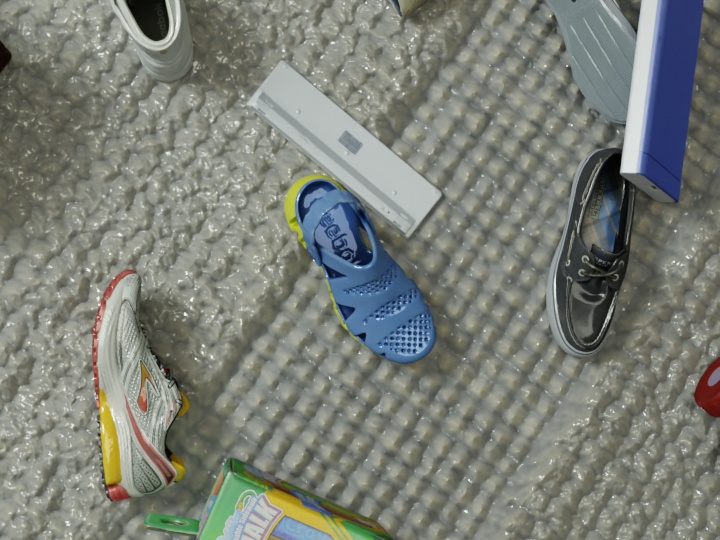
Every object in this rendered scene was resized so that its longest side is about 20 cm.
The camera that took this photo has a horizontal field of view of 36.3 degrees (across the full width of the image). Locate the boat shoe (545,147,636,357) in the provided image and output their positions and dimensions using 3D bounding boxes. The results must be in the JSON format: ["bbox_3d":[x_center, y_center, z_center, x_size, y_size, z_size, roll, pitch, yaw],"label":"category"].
[{"bbox_3d":[0.225,-0.019,1.033,0.069,0.066,0.202,14,85,-6],"label":"boat shoe"}]

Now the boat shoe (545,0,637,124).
[{"bbox_3d":[0.225,-0.238,1.047,0.072,0.062,0.201,-20,106,35],"label":"boat shoe"}]

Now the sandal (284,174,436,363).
[{"bbox_3d":[0.000,0.000,0.997,0.079,0.087,0.201,-38,93,-9],"label":"sandal"}]

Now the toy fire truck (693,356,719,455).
[{"bbox_3d":[0.408,0.099,0.997,0.112,0.168,0.201,37,83,-3],"label":"toy fire truck"}]

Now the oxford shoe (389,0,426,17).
[{"bbox_3d":[-0.008,-0.322,1.023,0.200,0.071,0.074,41,86,-3],"label":"oxford shoe"}]

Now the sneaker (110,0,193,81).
[{"bbox_3d":[-0.196,-0.279,0.976,0.073,0.116,0.202,-19,88,-6],"label":"sneaker"}]

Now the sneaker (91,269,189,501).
[{"bbox_3d":[-0.195,0.099,0.979,0.081,0.078,0.203,-5,96,-11],"label":"sneaker"}]

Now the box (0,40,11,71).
[{"bbox_3d":[-0.432,-0.187,0.916,0.199,0.164,0.167,32,84,-4],"label":"box"}]

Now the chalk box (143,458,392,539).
[{"bbox_3d":[-0.088,0.242,0.945,0.198,0.124,0.125,26,84,-6],"label":"chalk box"}]

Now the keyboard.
[{"bbox_3d":[-0.014,-0.115,1.041,0.199,0.011,0.056,40,78,-3],"label":"keyboard"}]

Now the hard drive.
[{"bbox_3d":[0.283,-0.176,1.025,0.025,0.132,0.202,6,85,31],"label":"hard drive"}]
